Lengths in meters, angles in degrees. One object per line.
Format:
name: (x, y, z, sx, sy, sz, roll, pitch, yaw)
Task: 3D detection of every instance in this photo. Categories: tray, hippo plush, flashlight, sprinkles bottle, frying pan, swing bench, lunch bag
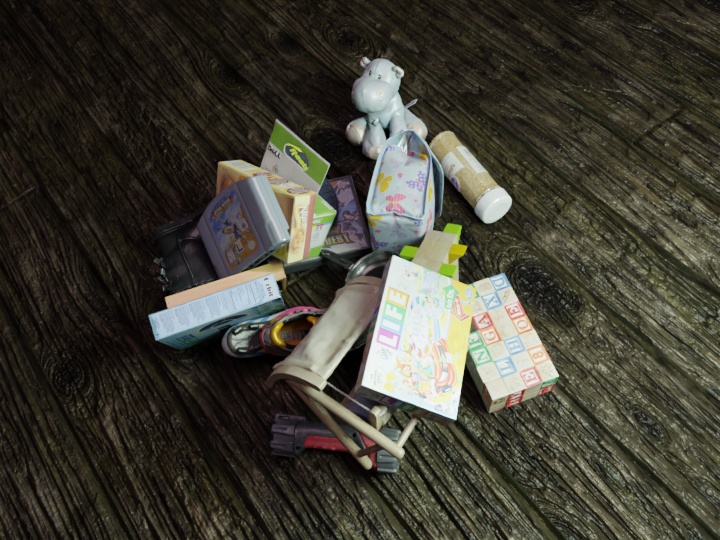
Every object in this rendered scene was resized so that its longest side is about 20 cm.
tray: (-0.228, 0.039, 1.100, 0.198, 0.099, 0.037, -18, 78, -11)
hippo plush: (0.060, -0.337, 1.283, 0.158, 0.161, 0.201, 26, 64, 20)
flashlight: (-0.038, 0.268, 0.978, 0.197, 0.069, 0.068, 2, 33, 10)
sprinkles bottle: (0.207, -0.182, 1.231, 0.068, 0.069, 0.201, -26, 59, -12)
frying pan: (-0.004, 0.013, 1.104, 0.188, 0.031, 0.116, -1, 50, 28)
swing bench: (0.009, 0.134, 0.908, 0.200, 0.130, 0.199, 41, 57, -2)
lunch bag: (0.085, -0.129, 1.147, 0.125, 0.170, 0.202, 5, 58, 10)

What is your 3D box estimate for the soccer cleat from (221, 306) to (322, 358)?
soccer cleat: (-0.140, 0.104, 1.084, 0.198, 0.086, 0.071, -7, 83, -25)

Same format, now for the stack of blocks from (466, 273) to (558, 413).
stack of blocks: (0.223, 0.116, 1.049, 0.114, 0.059, 0.202, -17, 58, -6)

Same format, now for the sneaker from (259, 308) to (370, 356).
sneaker: (-0.058, 0.098, 1.016, 0.198, 0.082, 0.079, -11, 84, -17)

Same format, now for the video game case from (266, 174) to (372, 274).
video game case: (-0.092, -0.089, 1.223, 0.198, 0.026, 0.182, -14, 58, -4)

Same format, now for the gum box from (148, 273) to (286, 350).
gum box: (-0.225, 0.071, 1.048, 0.198, 0.170, 0.045, -19, 79, -7)

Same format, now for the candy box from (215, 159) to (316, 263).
candy box: (-0.166, -0.104, 1.088, 0.199, 0.117, 0.055, 27, 30, 35)

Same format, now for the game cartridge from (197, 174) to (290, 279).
game cartridge: (-0.203, -0.070, 1.069, 0.041, 0.199, 0.134, -24, 85, -47)

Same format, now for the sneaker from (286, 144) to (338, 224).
sneaker: (-0.114, -0.157, 1.215, 0.074, 0.082, 0.201, -17, 68, -48)

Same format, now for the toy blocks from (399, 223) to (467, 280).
toy blocks: (0.115, 0.036, 1.048, 0.099, 0.138, 0.201, 11, 43, 23)

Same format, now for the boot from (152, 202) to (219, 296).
boot: (-0.285, -0.032, 1.177, 0.196, 0.074, 0.163, -23, 59, -6)

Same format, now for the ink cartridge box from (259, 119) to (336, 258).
ink cartridge box: (-0.110, -0.139, 1.119, 0.148, 0.201, 0.075, 42, 34, 25)

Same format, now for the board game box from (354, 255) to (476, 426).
board game box: (0.078, 0.091, 0.864, 0.133, 0.034, 0.202, 21, 58, -9)
